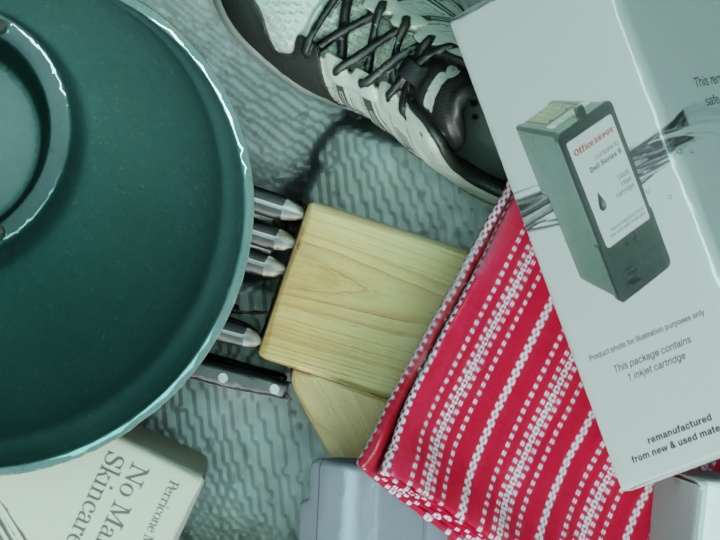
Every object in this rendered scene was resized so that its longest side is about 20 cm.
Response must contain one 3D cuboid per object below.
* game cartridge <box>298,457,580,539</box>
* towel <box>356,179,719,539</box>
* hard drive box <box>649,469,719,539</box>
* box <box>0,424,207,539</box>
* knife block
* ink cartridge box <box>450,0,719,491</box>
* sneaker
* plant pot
[{"bbox_3d":[0.062,0.143,1.231,0.199,0.041,0.134,1,96,-35],"label":"game cartridge"},{"bbox_3d":[0.102,0.068,1.215,0.200,0.022,0.145,36,76,-31],"label":"towel"},{"bbox_3d":[0.190,0.187,1.189,0.155,0.077,0.202,5,90,-6],"label":"hard drive box"},{"bbox_3d":[-0.169,0.075,1.252,0.199,0.068,0.083,24,91,-2],"label":"box"},{"bbox_3d":[0.000,0.000,1.258,0.199,0.064,0.176,-27,93,-1],"label":"knife block"},{"bbox_3d":[0.138,-0.031,1.180,0.084,0.146,0.201,-25,82,40],"label":"ink cartridge box"},{"bbox_3d":[0.028,-0.086,1.246,0.199,0.088,0.076,31,92,-1],"label":"sneaker"},{"bbox_3d":[-0.156,-0.037,1.175,0.199,0.134,0.202,-7,111,-17],"label":"plant pot"}]
